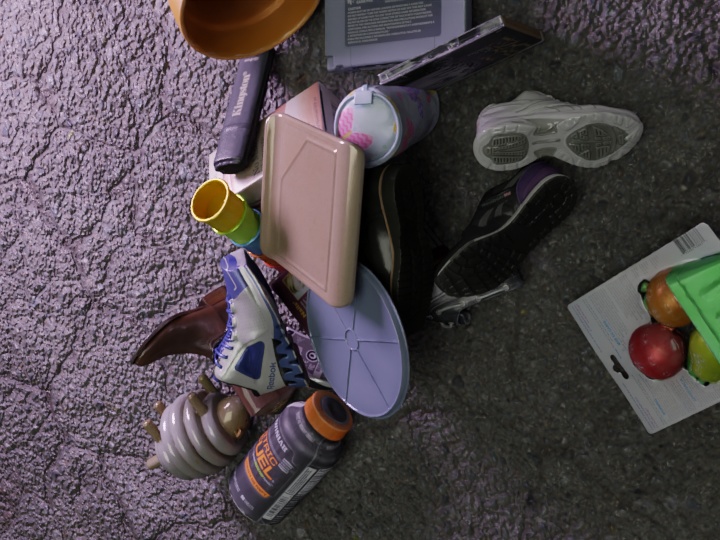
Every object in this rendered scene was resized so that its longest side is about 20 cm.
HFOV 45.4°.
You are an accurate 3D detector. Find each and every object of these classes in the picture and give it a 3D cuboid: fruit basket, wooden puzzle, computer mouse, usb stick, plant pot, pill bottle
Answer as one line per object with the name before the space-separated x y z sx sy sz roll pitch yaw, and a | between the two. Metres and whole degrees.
fruit basket | 0.368 0.070 0.999 0.199 0.093 0.187 -39 82 41
wooden puzzle | -0.057 -0.076 1.013 0.199 0.037 0.189 30 121 51
computer mouse | -0.102 0.121 1.210 0.197 0.110 0.044 23 137 4
usb stick | -0.152 -0.217 1.140 0.055 0.033 0.203 -10 59 35
plant pot | -0.169 -0.407 1.093 0.199 0.199 0.185 -39 66 25
pill bottle | -0.094 0.261 1.225 0.106 0.106 0.201 44 114 10

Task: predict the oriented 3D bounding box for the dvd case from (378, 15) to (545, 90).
dvd case | 0.120 -0.241 0.976 0.147 0.199 0.016 -21 91 26

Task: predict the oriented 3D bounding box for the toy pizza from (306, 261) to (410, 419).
toy pizza | 0.000 0.079 1.035 0.199 0.031 0.204 28 126 46

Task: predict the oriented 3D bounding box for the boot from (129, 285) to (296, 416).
boot | -0.200 0.144 1.224 0.201 0.185 0.064 51 155 7

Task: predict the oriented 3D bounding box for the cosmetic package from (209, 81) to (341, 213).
cosmetic package | -0.102 -0.145 1.140 0.198 0.087 0.105 -29 52 26

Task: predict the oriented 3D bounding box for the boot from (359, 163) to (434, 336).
boot | 0.012 -0.028 1.038 0.136 0.077 0.204 6 106 38

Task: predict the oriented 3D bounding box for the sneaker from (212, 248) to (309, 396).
sneaker | -0.152 0.087 1.114 0.113 0.081 0.202 -24 110 -1

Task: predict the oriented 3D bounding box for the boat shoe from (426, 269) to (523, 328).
boat shoe | 0.116 0.042 1.109 0.198 0.072 0.069 -29 86 19

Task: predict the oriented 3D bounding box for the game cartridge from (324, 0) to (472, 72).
game cartridge | 0.046 -0.324 1.074 0.197 0.041 0.136 1 88 28

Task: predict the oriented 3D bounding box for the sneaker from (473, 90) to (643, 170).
sneaker | 0.228 -0.177 1.009 0.196 0.101 0.079 0 135 2

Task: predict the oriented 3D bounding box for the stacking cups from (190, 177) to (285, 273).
stacking cups | -0.142 -0.044 1.131 0.059 0.200 0.062 -13 59 22

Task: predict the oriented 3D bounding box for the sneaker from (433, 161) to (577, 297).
sneaker | 0.165 -0.051 1.043 0.199 0.088 0.076 -39 124 4

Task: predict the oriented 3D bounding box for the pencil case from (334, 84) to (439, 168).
pencil case | 0.036 -0.185 1.030 0.082 0.200 0.092 16 114 14

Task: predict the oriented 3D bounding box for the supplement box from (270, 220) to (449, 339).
supplement box | 0.000 0.000 1.132 0.200 0.103 0.132 -43 82 24

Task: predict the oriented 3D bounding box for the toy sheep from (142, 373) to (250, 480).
toy sheep | -0.243 0.242 1.277 0.198 0.138 0.140 -30 87 22
